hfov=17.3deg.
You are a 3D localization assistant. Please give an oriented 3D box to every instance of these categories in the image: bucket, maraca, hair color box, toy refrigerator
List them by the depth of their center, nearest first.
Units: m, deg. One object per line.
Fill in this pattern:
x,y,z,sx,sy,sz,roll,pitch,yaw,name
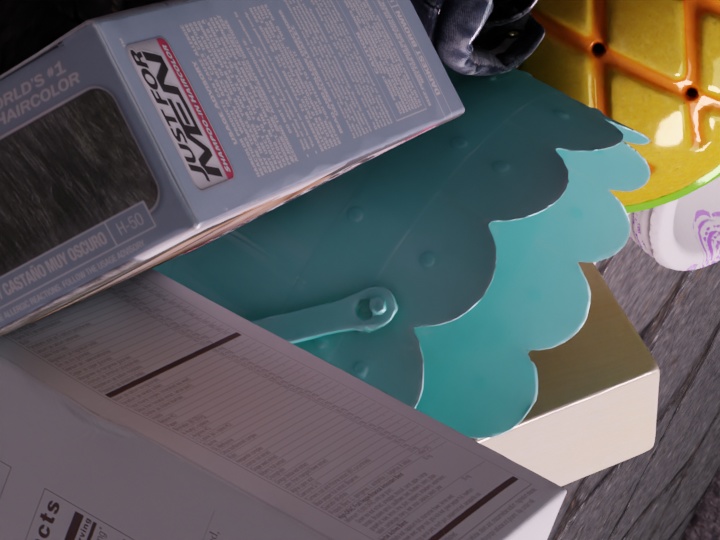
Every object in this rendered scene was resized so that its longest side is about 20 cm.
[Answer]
-0.055,-0.036,0.681,0.099,0.061,0.200,-26,-179,25,hair color box
0.000,0.000,0.881,0.207,0.135,0.207,-51,163,-22,bucket
0.121,-0.104,0.949,0.200,0.137,0.107,-32,-176,17,maraca
0.023,0.070,1.024,0.200,0.076,0.070,-22,144,-12,toy refrigerator

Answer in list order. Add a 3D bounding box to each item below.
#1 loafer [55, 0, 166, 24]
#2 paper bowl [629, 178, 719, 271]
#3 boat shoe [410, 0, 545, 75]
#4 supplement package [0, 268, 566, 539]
-0.010,-0.133,0.695,0.200,0.072,0.073,-49,165,-26,loafer
0.200,-0.106,1.317,0.201,0.104,0.201,-36,151,-23,paper bowl
0.043,-0.118,0.859,0.200,0.091,0.071,-32,152,-59,boat shoe
-0.061,0.078,0.703,0.114,0.200,0.110,-23,137,-64,supplement package
